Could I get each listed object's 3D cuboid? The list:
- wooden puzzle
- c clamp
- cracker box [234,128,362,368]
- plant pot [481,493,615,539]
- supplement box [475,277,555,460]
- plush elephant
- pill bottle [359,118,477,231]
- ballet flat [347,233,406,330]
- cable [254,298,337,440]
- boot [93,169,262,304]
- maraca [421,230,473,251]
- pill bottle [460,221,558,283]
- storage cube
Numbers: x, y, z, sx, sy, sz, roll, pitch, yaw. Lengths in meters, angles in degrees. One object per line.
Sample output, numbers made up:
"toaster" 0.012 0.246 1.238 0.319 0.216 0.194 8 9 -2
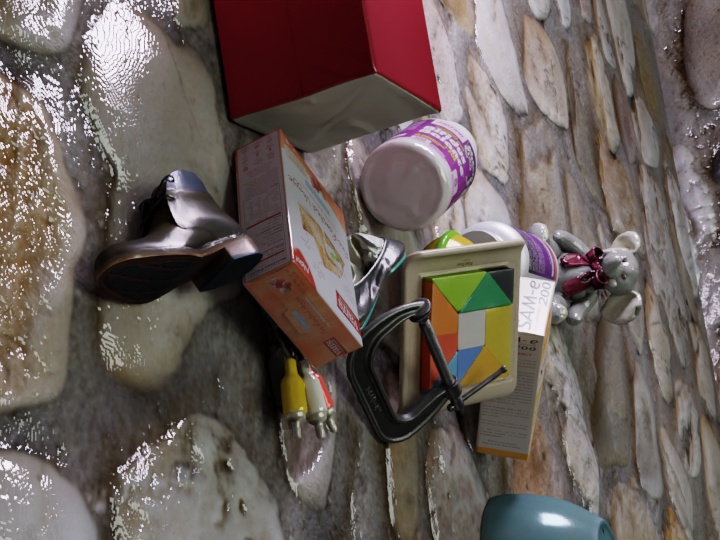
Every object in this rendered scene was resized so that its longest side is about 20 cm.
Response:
"wooden puzzle" 0.121 0.068 1.591 0.185 0.037 0.201 -8 108 -39
"c clamp" 0.064 0.103 1.508 0.027 0.171 0.200 36 -17 45
"cracker box" -0.061 -0.024 1.336 0.134 0.058 0.200 53 20 -40
"plant pot" 0.254 0.374 1.760 0.200 0.134 0.200 47 35 -49
"supplement box" 0.198 0.124 1.764 0.126 0.073 0.200 -68 163 -54
"plush elephant" 0.382 0.006 2.249 0.200 0.155 0.165 25 54 -60
"pill bottle" 0.081 -0.126 1.703 0.113 0.112 0.200 70 23 -11
"ballet flat" 0.000 0.000 1.506 0.068 0.068 0.200 54 28 -15
"cable" -0.064 0.067 1.332 0.097 0.050 0.200 5 72 -63
"boot" -0.171 -0.031 1.160 0.097 0.075 0.200 57 25 14
"maraca" 0.106 0.051 1.666 0.137 0.107 0.201 25 68 -62
"pill bottle" 0.191 -0.006 1.878 0.200 0.112 0.113 14 64 -64
"storage cube" -0.034 -0.243 1.440 0.200 0.171 0.180 18 60 -63
